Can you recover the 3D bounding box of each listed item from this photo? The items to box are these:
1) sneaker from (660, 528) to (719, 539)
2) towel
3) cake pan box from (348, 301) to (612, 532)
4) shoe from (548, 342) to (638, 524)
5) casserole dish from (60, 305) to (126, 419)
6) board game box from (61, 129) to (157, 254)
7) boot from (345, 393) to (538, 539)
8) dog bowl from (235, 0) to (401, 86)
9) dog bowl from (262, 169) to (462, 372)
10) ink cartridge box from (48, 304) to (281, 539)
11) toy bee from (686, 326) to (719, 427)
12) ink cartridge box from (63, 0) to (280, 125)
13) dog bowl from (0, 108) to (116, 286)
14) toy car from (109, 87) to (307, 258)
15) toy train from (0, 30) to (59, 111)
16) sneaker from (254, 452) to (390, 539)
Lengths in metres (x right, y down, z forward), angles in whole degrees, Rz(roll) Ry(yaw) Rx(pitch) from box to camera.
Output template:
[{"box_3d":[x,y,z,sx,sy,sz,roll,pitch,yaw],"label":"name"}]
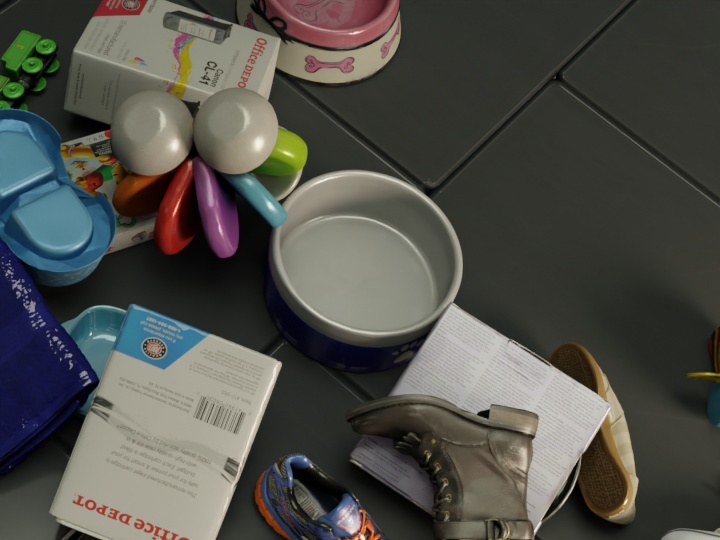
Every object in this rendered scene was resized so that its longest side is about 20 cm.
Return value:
[{"box_3d":[0.378,0.275,1.509,0.198,0.073,0.071,14,46,-16],"label":"sneaker"},{"box_3d":[-0.345,0.077,1.438,0.147,0.050,0.201,-39,73,1],"label":"towel"},{"box_3d":[0.118,0.159,1.484,0.199,0.052,0.185,31,82,8],"label":"cake pan box"},{"box_3d":[0.234,0.165,1.552,0.053,0.070,0.201,33,36,-46],"label":"shoe"},{"box_3d":[-0.209,0.113,1.481,0.198,0.039,0.122,25,56,4],"label":"casserole dish"},{"box_3d":[-0.315,-0.063,1.570,0.198,0.035,0.127,-20,65,-25],"label":"board game box"},{"box_3d":[0.078,0.209,1.413,0.198,0.069,0.176,6,76,1],"label":"boot"},{"box_3d":[-0.042,-0.313,1.778,0.198,0.074,0.202,6,56,-9],"label":"dog bowl"},{"box_3d":[0.000,0.000,1.581,0.198,0.079,0.202,7,56,-10],"label":"dog bowl"},{"box_3d":[-0.173,0.150,1.388,0.145,0.086,0.202,21,85,0],"label":"ink cartridge box"},{"box_3d":[0.412,0.131,1.580,0.130,0.109,0.201,-11,61,-22],"label":"toy bee"},{"box_3d":[-0.199,-0.211,1.649,0.198,0.086,0.148,16,40,-1],"label":"ink cartridge box"},{"box_3d":[-0.323,-0.068,1.521,0.111,0.050,0.200,-29,70,-28],"label":"dog bowl"},{"box_3d":[-0.151,-0.087,1.511,0.198,0.175,0.152,-1,77,9],"label":"toy car"},{"box_3d":[-0.384,-0.178,1.628,0.056,0.042,0.201,19,55,11],"label":"toy train"},{"box_3d":[-0.017,0.245,1.417,0.199,0.079,0.075,38,58,11],"label":"sneaker"}]
